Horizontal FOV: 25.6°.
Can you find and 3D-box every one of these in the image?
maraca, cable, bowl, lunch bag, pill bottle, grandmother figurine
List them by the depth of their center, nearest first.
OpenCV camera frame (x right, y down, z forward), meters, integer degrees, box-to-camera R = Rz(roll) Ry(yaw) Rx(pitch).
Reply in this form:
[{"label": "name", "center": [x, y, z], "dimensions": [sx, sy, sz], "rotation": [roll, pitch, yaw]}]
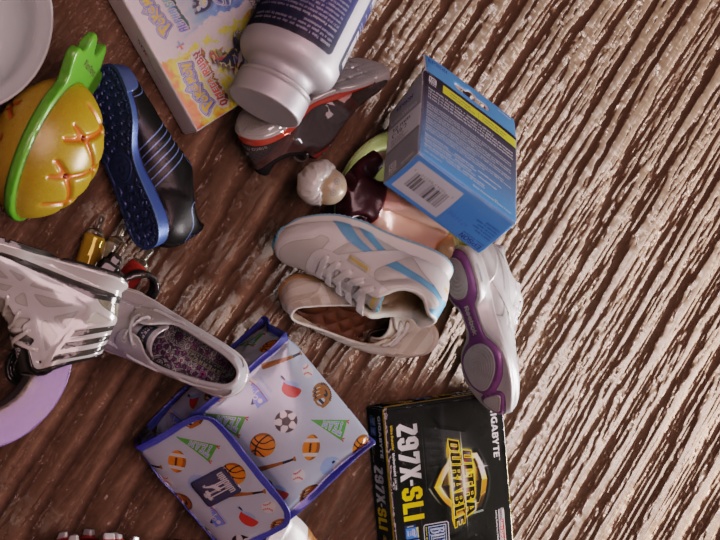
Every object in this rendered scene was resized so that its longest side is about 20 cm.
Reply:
[{"label": "bowl", "center": [-0.409, -0.247, 1.541], "dimensions": [0.201, 0.090, 0.201], "rotation": [0, 89, -28]}, {"label": "maraca", "center": [-0.304, -0.142, 1.574], "dimensions": [0.107, 0.137, 0.200], "rotation": [24, 85, 2]}, {"label": "cable", "center": [-0.285, 0.045, 1.641], "dimensions": [0.097, 0.050, 0.200], "rotation": [36, 85, -20]}, {"label": "pill bottle", "center": [-0.059, -0.255, 1.661], "dimensions": [0.111, 0.111, 0.200], "rotation": [32, 74, -24]}, {"label": "lunch bag", "center": [-0.115, 0.181, 1.679], "dimensions": [0.200, 0.124, 0.170], "rotation": [-40, 107, -8]}, {"label": "grandmother figurine", "center": [0.018, -0.077, 1.748], "dimensions": [0.200, 0.061, 0.121], "rotation": [16, 74, -29]}]

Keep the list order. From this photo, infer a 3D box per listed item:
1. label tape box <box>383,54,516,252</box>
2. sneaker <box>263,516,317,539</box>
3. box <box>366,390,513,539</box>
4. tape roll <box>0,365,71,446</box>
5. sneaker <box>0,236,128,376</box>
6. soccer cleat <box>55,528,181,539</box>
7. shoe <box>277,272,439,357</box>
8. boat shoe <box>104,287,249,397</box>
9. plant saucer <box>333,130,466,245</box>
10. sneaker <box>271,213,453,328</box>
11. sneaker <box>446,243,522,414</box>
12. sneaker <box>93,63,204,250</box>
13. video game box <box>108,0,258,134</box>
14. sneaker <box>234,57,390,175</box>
[{"label": "label tape box", "center": [0.103, -0.134, 1.772], "dimensions": [0.143, 0.066, 0.200], "rotation": [34, 33, -22]}, {"label": "sneaker", "center": [-0.111, 0.357, 1.704], "dimensions": [0.085, 0.073, 0.200], "rotation": [41, 74, -24]}, {"label": "box", "center": [0.094, 0.244, 1.824], "dimensions": [0.160, 0.049, 0.200], "rotation": [-5, 92, -25]}, {"label": "tape roll", "center": [-0.384, 0.075, 1.539], "dimensions": [0.200, 0.085, 0.200], "rotation": [1, 87, -18]}, {"label": "sneaker", "center": [-0.325, 0.035, 1.476], "dimensions": [0.200, 0.076, 0.115], "rotation": [17, 80, -18]}, {"label": "soccer cleat", "center": [-0.238, 0.317, 1.644], "dimensions": [0.200, 0.069, 0.085], "rotation": [12, 80, -31]}, {"label": "shoe", "center": [0.001, 0.061, 1.761], "dimensions": [0.200, 0.053, 0.070], "rotation": [18, 110, -22]}, {"label": "boat shoe", "center": [-0.206, 0.070, 1.582], "dimensions": [0.200, 0.069, 0.072], "rotation": [32, 82, 3]}, {"label": "plant saucer", "center": [0.053, -0.063, 1.813], "dimensions": [0.200, 0.031, 0.200], "rotation": [0, 91, -27]}, {"label": "sneaker", "center": [0.000, 0.000, 1.707], "dimensions": [0.200, 0.077, 0.081], "rotation": [16, 51, -3]}, {"label": "sneaker", "center": [0.159, 0.062, 1.808], "dimensions": [0.100, 0.075, 0.200], "rotation": [-14, 94, -42]}, {"label": "sneaker", "center": [-0.222, -0.121, 1.658], "dimensions": [0.078, 0.070, 0.200], "rotation": [-15, 90, -50]}, {"label": "video game box", "center": [-0.160, -0.277, 1.696], "dimensions": [0.182, 0.047, 0.200], "rotation": [-35, 105, -21]}, {"label": "sneaker", "center": [-0.051, -0.170, 1.751], "dimensions": [0.200, 0.077, 0.082], "rotation": [-29, 130, -23]}]
